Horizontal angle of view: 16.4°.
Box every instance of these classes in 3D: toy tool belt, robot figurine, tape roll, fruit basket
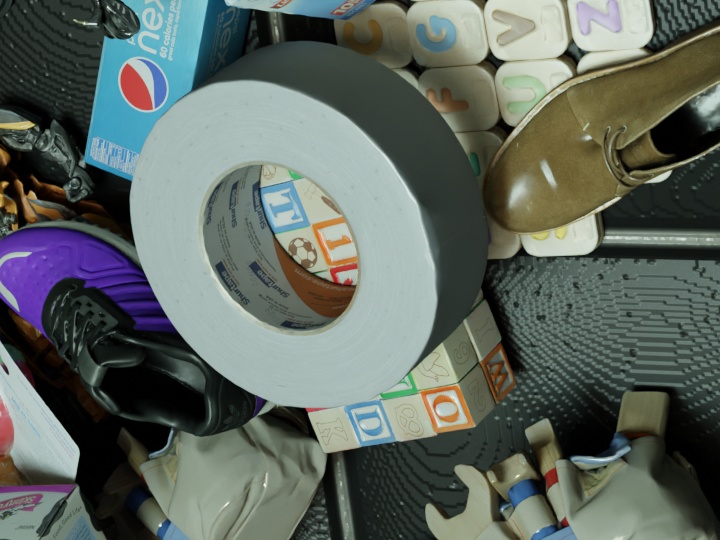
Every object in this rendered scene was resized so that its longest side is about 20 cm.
[{"bbox_3d":[-0.108,0.149,1.583,0.123,0.124,0.201,49,126,29],"label":"toy tool belt"},{"bbox_3d":[-0.200,-0.008,1.575,0.200,0.058,0.145,45,119,1],"label":"robot figurine"},{"bbox_3d":[-0.030,-0.024,1.407,0.199,0.066,0.202,15,121,26],"label":"tape roll"},{"bbox_3d":[0.105,0.154,1.447,0.199,0.123,0.125,-24,146,5],"label":"toy tool belt"},{"bbox_3d":[-0.227,0.104,1.580,0.185,0.093,0.201,49,143,27],"label":"fruit basket"}]

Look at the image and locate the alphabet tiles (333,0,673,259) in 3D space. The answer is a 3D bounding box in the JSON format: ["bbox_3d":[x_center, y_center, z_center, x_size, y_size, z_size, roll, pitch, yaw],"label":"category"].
[{"bbox_3d":[0.080,-0.102,1.436,0.194,0.015,0.201,-1,112,25],"label":"alphabet tiles"}]

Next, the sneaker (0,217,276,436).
[{"bbox_3d":[-0.147,0.037,1.479,0.199,0.099,0.070,26,118,13],"label":"sneaker"}]

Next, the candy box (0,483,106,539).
[{"bbox_3d":[-0.198,0.225,1.528,0.136,0.061,0.201,-4,125,30],"label":"candy box"}]

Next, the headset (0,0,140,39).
[{"bbox_3d":[-0.192,-0.186,1.436,0.094,0.123,0.200,54,166,-31],"label":"headset"}]

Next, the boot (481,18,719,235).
[{"bbox_3d":[0.144,-0.073,1.375,0.199,0.076,0.074,-30,104,27],"label":"boot"}]

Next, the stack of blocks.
[{"bbox_3d":[0.000,0.000,1.480,0.115,0.059,0.201,-13,106,36],"label":"stack of blocks"}]

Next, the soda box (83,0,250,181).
[{"bbox_3d":[-0.106,-0.151,1.466,0.064,0.068,0.201,23,119,16],"label":"soda box"}]

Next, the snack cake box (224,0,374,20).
[{"bbox_3d":[0.018,-0.216,1.347,0.200,0.115,0.068,-32,74,32],"label":"snack cake box"}]
